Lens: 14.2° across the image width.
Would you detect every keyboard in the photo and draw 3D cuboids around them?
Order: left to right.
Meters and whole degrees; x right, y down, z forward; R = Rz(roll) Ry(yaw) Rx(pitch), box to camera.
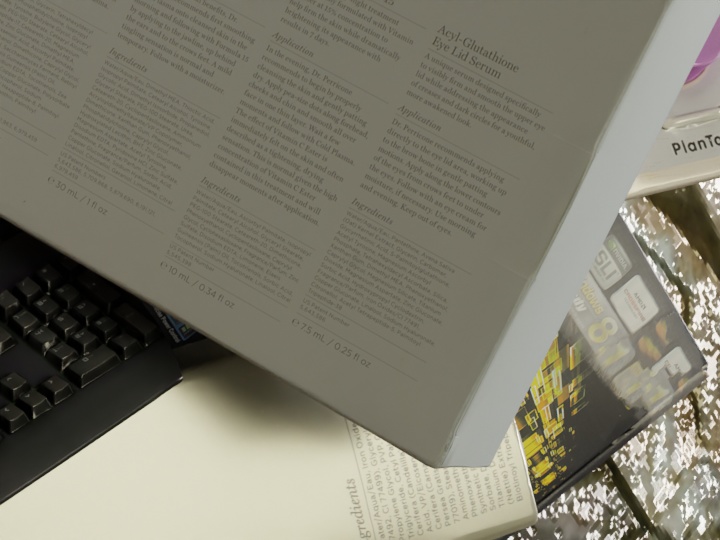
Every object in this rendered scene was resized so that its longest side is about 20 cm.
[{"bbox_3d":[-0.156,0.038,0.789,0.200,0.127,0.021,-33,142,-34],"label":"keyboard"}]

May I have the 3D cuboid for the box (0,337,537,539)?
[{"bbox_3d":[-0.054,0.066,0.853,0.199,0.068,0.083,-16,96,-21],"label":"box"}]

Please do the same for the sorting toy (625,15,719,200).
[{"bbox_3d":[0.061,-0.107,0.879,0.199,0.107,0.181,-14,87,-27],"label":"sorting toy"}]

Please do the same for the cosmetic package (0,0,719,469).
[{"bbox_3d":[-0.019,-0.058,0.806,0.151,0.199,0.052,-63,160,8],"label":"cosmetic package"}]

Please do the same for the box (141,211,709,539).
[{"bbox_3d":[0.000,0.000,0.935,0.161,0.049,0.201,-37,110,-15],"label":"box"}]
